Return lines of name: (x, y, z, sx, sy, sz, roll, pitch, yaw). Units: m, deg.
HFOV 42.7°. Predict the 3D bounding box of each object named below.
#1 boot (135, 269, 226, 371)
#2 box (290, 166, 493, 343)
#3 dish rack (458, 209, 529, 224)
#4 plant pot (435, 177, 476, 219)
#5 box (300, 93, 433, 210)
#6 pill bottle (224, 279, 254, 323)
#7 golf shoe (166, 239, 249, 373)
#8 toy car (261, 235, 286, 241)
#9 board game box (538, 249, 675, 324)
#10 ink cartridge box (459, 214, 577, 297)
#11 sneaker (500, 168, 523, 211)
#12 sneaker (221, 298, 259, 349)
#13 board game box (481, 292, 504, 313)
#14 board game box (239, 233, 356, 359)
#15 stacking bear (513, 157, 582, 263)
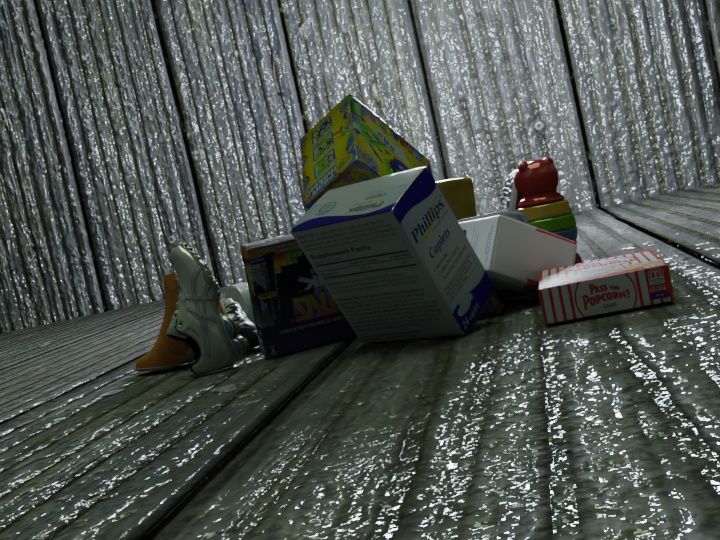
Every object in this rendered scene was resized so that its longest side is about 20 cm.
boot: (-0.290, 0.077, 1.448, 0.201, 0.144, 0.071, -17, -2, 31)
box: (0.043, -0.015, 1.207, 0.184, 0.200, 0.105, -9, 32, 42)
dish rack: (0.206, -0.022, 1.543, 0.171, 0.044, 0.200, -11, -32, 13)
plant pot: (0.088, -0.064, 1.715, 0.200, 0.200, 0.176, -9, -6, 40)
box: (0.017, -0.143, 1.494, 0.122, 0.200, 0.193, -39, 33, 25)
pill bottle: (-0.147, 0.047, 1.729, 0.200, 0.113, 0.113, -16, 5, -34)
golf shoe: (-0.243, 0.054, 1.331, 0.097, 0.200, 0.078, -25, -10, -18)
toy car: (-0.160, 0.030, 1.935, 0.150, 0.175, 0.200, -49, -5, 14)
board game box: (0.303, 0.018, 1.163, 0.151, 0.046, 0.200, -11, 4, 12)
ink cartridge box: (0.194, -0.015, 1.361, 0.145, 0.085, 0.200, 17, -11, -26)
sneaker: (0.310, -0.093, 1.732, 0.084, 0.200, 0.074, -2, 18, -1)
sneaker: (-0.217, 0.091, 1.508, 0.078, 0.085, 0.200, -14, 5, -21)
board game box: (0.109, -0.015, 1.285, 0.019, 0.200, 0.103, -48, 17, -21)
board game box: (-0.063, 0.024, 1.358, 0.200, 0.166, 0.057, -14, 12, -16)
stacking bear: (0.325, -0.099, 1.643, 0.121, 0.200, 0.114, -13, 6, -17)
